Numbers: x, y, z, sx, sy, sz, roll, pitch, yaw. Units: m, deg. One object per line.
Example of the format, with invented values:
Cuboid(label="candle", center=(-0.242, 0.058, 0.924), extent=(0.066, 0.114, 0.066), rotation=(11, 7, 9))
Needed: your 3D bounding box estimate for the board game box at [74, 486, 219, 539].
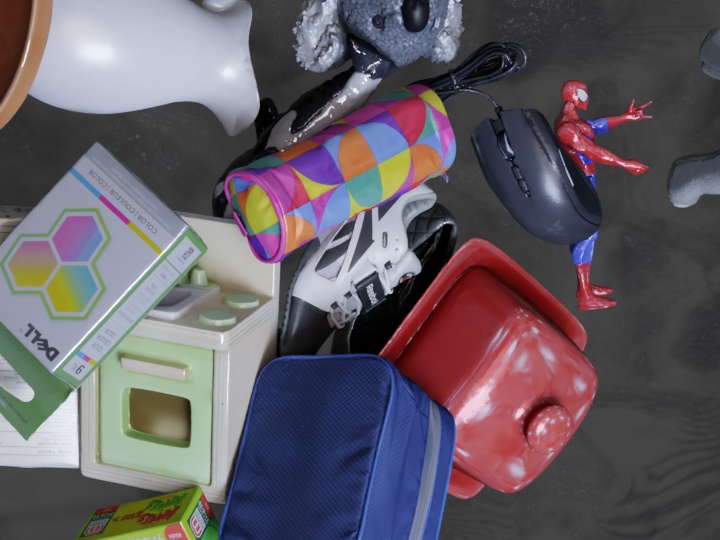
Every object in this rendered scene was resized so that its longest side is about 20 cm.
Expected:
Cuboid(label="board game box", center=(-0.136, 0.274, 1.199), extent=(0.101, 0.048, 0.201), rotation=(-15, 112, 21))

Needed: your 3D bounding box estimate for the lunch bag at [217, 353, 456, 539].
Cuboid(label="lunch bag", center=(-0.010, 0.162, 1.183), extent=(0.132, 0.135, 0.201), rotation=(44, 54, -48))

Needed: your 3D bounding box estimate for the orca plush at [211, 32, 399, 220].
Cuboid(label="orca plush", center=(-0.064, -0.122, 1.243), extent=(0.071, 0.105, 0.200), rotation=(49, 121, 18))

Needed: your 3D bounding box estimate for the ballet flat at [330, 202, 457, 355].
Cuboid(label="ballet flat", center=(0.025, 0.033, 1.310), extent=(0.066, 0.057, 0.201), rotation=(21, 95, -19))

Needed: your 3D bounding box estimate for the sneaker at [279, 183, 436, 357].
Cuboid(label="sneaker", center=(0.000, 0.000, 1.251), extent=(0.088, 0.074, 0.201), rotation=(22, 74, 13))

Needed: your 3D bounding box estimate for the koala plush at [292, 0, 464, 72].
Cuboid(label="koala plush", center=(0.028, -0.254, 1.226), extent=(0.176, 0.184, 0.201), rotation=(-11, 124, -19))

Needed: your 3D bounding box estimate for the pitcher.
Cuboid(label="pitcher", center=(-0.178, -0.204, 1.189), extent=(0.199, 0.121, 0.173), rotation=(8, 79, -28))

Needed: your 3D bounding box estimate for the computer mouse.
Cuboid(label="computer mouse", center=(0.111, -0.086, 1.289), extent=(0.140, 0.046, 0.201), rotation=(-17, 116, 30))

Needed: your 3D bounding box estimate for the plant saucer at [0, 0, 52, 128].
Cuboid(label="plant saucer", center=(-0.287, -0.193, 1.118), extent=(0.032, 0.200, 0.202), rotation=(2, 101, -47))

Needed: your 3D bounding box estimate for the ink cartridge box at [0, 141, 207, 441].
Cuboid(label="ink cartridge box", center=(-0.221, 0.015, 1.126), extent=(0.104, 0.059, 0.200), rotation=(41, 85, 19))

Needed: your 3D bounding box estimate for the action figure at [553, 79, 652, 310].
Cuboid(label="action figure", center=(0.224, -0.074, 1.341), extent=(0.098, 0.065, 0.201), rotation=(-11, 104, 5))

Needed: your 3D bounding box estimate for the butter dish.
Cuboid(label="butter dish", center=(0.123, 0.108, 1.289), extent=(0.200, 0.148, 0.200), rotation=(39, 87, -37))

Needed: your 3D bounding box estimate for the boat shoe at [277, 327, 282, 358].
Cuboid(label="boat shoe", center=(-0.077, 0.085, 1.292), extent=(0.064, 0.071, 0.201), rotation=(-37, 101, -41))

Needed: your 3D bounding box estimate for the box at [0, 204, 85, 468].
Cuboid(label="box", center=(-0.263, 0.053, 1.219), extent=(0.094, 0.078, 0.201), rotation=(5, 98, -17))

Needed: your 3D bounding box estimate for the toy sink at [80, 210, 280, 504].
Cuboid(label="toy sink", center=(-0.144, 0.066, 1.200), extent=(0.130, 0.112, 0.201), rotation=(9, 107, 16))

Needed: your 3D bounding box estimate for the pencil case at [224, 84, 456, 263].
Cuboid(label="pencil case", center=(-0.013, -0.078, 1.199), extent=(0.199, 0.088, 0.089), rotation=(-28, 108, -33))

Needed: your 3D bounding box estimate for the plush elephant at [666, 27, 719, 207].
Cuboid(label="plush elephant", center=(0.400, -0.123, 1.347), extent=(0.154, 0.200, 0.166), rotation=(10, 90, -36))
